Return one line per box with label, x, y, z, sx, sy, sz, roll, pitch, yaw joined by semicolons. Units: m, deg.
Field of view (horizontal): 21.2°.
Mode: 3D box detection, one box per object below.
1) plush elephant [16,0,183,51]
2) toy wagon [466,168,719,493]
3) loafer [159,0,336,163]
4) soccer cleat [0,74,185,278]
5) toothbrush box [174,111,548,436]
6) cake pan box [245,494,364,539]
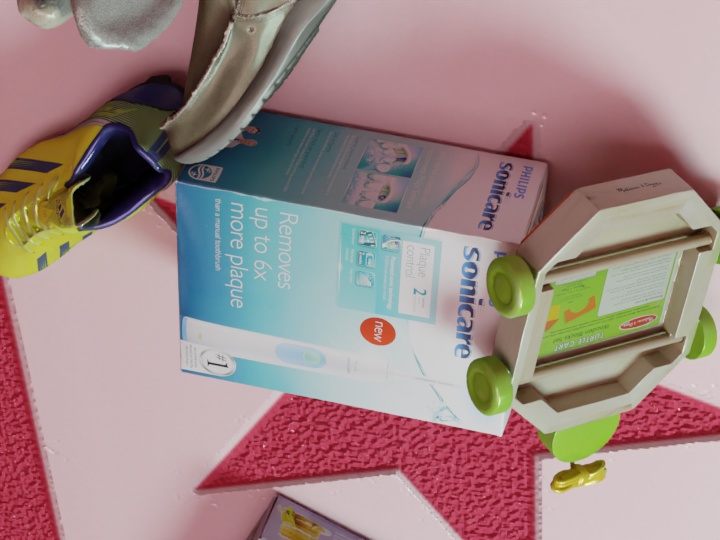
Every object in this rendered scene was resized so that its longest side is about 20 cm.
plush elephant;-0.168;-0.186;0.978;0.200;0.155;0.165;-18;119;30
toy wagon;0.130;0.038;1.072;0.155;0.040;0.200;-12;131;-28
loafer;-0.054;-0.143;1.030;0.070;0.075;0.200;36;115;-3
soccer cleat;-0.172;-0.045;1.140;0.200;0.084;0.065;-32;112;36
toothbrush box;0.000;0.000;1.118;0.200;0.085;0.146;11;130;9
cake pan box;-0.023;0.268;1.362;0.184;0.052;0.200;30;130;-3
